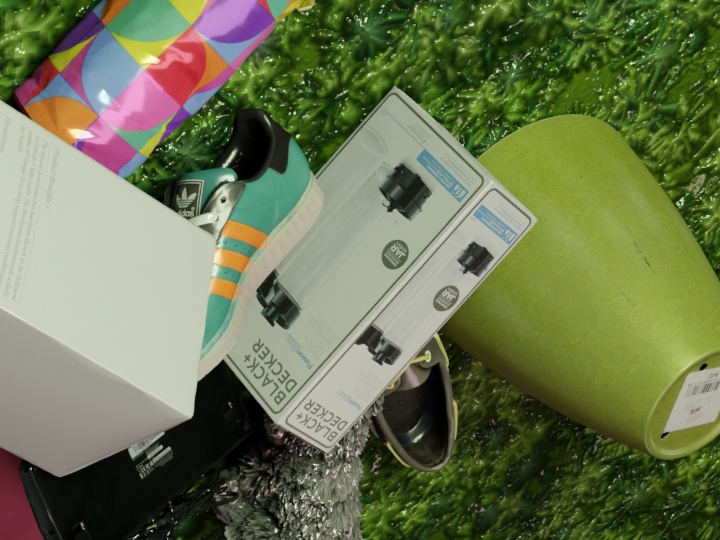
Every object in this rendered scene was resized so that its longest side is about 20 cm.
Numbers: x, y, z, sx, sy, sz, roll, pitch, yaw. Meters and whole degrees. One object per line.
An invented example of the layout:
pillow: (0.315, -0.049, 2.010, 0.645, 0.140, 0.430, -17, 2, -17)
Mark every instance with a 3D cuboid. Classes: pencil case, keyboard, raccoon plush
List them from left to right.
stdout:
keyboard: (-0.133, 0.116, 1.256, 0.200, 0.039, 0.105, -37, 107, -54)
pencil case: (-0.095, -0.130, 1.161, 0.200, 0.088, 0.088, -42, 141, 2)
raccoon plush: (-0.008, 0.156, 1.413, 0.096, 0.201, 0.134, -22, 161, -48)

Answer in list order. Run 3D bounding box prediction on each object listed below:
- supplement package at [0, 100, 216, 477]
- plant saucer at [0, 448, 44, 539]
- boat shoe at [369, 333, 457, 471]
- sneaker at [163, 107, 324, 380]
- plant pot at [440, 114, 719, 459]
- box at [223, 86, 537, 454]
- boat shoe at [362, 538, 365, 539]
supplement package: (-0.188, 0.005, 1.111, 0.117, 0.118, 0.200, -26, 135, 36)
plant saucer: (-0.232, 0.125, 1.251, 0.199, 0.051, 0.202, -7, 130, -9)
boat shoe: (0.027, 0.060, 1.452, 0.071, 0.061, 0.202, -32, 140, -12)
sneaker: (-0.096, -0.012, 1.244, 0.201, 0.071, 0.080, -57, 133, -34)
plant pot: (0.166, 0.028, 1.430, 0.186, 0.200, 0.188, -22, 137, -23)
box: (0.000, 0.000, 1.332, 0.200, 0.117, 0.060, -47, 141, 7)
boat shoe: (-0.008, 0.231, 1.574, 0.071, 0.064, 0.200, -49, 141, 8)
